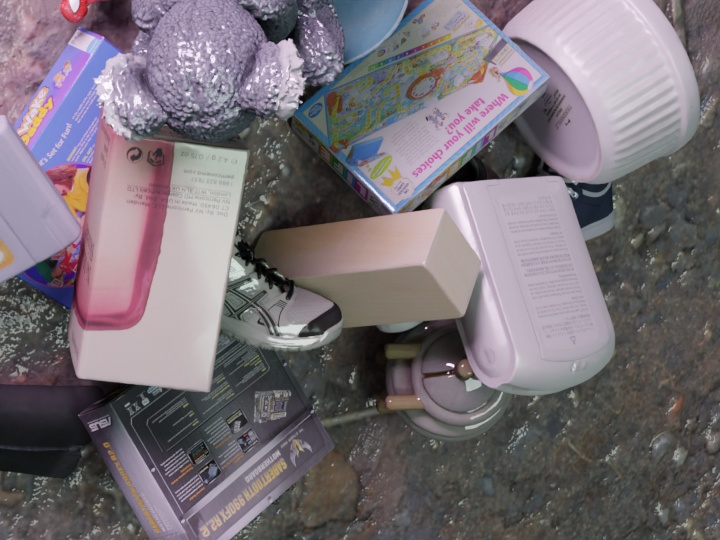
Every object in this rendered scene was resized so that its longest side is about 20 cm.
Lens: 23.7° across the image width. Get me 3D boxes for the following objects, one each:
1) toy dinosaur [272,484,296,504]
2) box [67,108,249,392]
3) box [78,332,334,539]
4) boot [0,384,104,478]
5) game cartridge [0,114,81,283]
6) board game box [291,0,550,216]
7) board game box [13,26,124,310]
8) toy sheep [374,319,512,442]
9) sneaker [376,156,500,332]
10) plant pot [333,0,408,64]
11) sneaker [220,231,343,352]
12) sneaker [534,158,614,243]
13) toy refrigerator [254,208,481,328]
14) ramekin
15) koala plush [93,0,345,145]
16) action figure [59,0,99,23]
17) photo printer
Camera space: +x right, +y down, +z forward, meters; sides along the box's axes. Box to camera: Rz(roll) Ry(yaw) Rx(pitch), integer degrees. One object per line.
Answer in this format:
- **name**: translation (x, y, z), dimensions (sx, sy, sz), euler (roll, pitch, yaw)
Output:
- **toy dinosaur**: translation (-0.133, 0.157, 1.574), dimensions (0.200, 0.102, 0.136), euler (42, 65, -20)
- **box**: translation (-0.164, -0.021, 1.362), dimensions (0.108, 0.128, 0.201), euler (7, 104, -15)
- **box**: translation (-0.129, 0.140, 1.487), dimensions (0.200, 0.048, 0.159), euler (-38, 102, -46)
- **boot**: translation (-0.293, 0.104, 1.395), dimensions (0.199, 0.066, 0.165), euler (13, 136, -38)
- **game cartridge**: translation (-0.333, -0.032, 1.318), dimensions (0.199, 0.042, 0.133), euler (-28, 130, 4)
- **board game box**: translation (0.054, -0.152, 1.552), dimensions (0.200, 0.134, 0.034), euler (-41, 167, -16)
- **board game box**: translation (-0.230, -0.079, 1.419), dimensions (0.134, 0.045, 0.201), euler (37, 84, -40)
- **toy sheep**: translation (0.084, 0.101, 1.644), dimensions (0.137, 0.200, 0.139), euler (0, 88, -5)
- **sneaker**: translation (0.065, -0.030, 1.650), dimensions (0.200, 0.077, 0.082), euler (-53, 121, -22)
- **plant pot**: translation (-0.050, -0.283, 1.400), dimensions (0.200, 0.199, 0.135), euler (53, 34, -37)
- **sneaker**: translation (-0.105, 0.007, 1.470), dimensions (0.199, 0.076, 0.088), euler (15, 111, -6)
- **sneaker**: translation (0.179, -0.068, 1.712), dimensions (0.199, 0.070, 0.109), euler (-24, 125, -36)
- **toy refrigerator**: translation (0.000, 0.000, 1.521), dimensions (0.076, 0.199, 0.070), euler (51, 46, -37)
- **ramekin**: translation (0.214, -0.176, 1.617), dimensions (0.105, 0.200, 0.201), euler (-33, 124, -17)
- **koala plush**: translation (-0.112, -0.172, 1.278), dimensions (0.176, 0.201, 0.184), euler (-2, 134, 9)
- **action figure**: translation (-0.197, -0.294, 1.349), dimensions (0.099, 0.065, 0.201), euler (30, 88, -47)
- **photo printer**: translation (0.151, 0.016, 1.581), dimensions (0.166, 0.069, 0.201), euler (-8, 76, -46)
